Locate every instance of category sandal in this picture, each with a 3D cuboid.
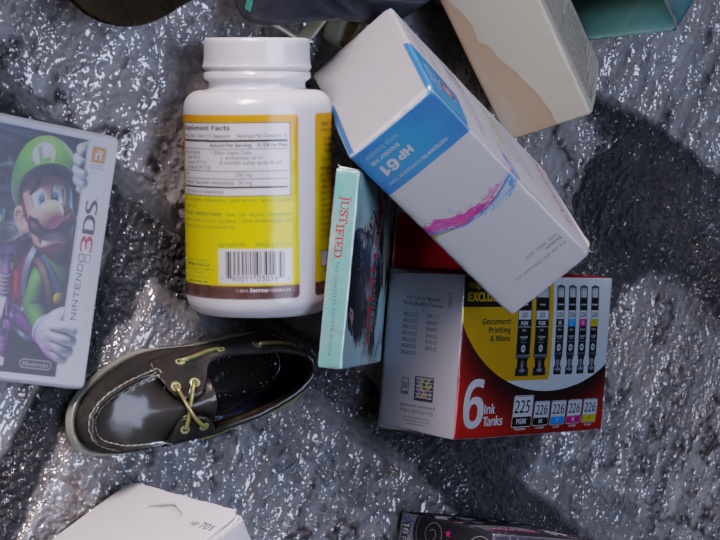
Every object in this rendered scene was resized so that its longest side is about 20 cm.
[{"bbox_3d":[-0.153,-0.223,1.475,0.200,0.055,0.082,-30,119,-52],"label":"sandal"}]

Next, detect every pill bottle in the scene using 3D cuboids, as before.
[{"bbox_3d":[-0.075,-0.069,1.514,0.109,0.109,0.200,-5,97,-41],"label":"pill bottle"}]

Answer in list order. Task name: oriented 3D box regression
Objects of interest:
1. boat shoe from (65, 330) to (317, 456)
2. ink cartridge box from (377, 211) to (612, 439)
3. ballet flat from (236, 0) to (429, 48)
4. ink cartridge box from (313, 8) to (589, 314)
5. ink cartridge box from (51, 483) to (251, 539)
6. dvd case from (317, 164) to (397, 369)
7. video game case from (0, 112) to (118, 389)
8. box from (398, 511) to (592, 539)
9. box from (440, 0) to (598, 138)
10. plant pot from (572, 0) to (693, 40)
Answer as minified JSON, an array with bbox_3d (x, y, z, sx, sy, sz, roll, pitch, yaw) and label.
[{"bbox_3d":[-0.122,0.088,1.518,0.201,0.061,0.072,-19,106,-39],"label":"boat shoe"},{"bbox_3d":[0.114,0.043,1.695,0.200,0.084,0.176,0,94,-48],"label":"ink cartridge box"},{"bbox_3d":[-0.024,-0.205,1.582,0.200,0.073,0.073,-3,95,-53],"label":"ballet flat"},{"bbox_3d":[0.069,-0.081,1.567,0.085,0.145,0.200,-41,121,12],"label":"ink cartridge box"},{"bbox_3d":[-0.121,0.266,1.476,0.086,0.146,0.200,-36,116,-32],"label":"ink cartridge box"},{"bbox_3d":[0.000,0.000,1.568,0.200,0.022,0.146,11,84,-82],"label":"dvd case"},{"bbox_3d":[-0.261,-0.018,1.410,0.200,0.023,0.182,10,87,-42],"label":"video game case"},{"bbox_3d":[0.101,0.307,1.699,0.132,0.115,0.200,10,86,-42],"label":"box"},{"bbox_3d":[0.119,-0.218,1.675,0.200,0.078,0.095,62,24,-25],"label":"box"},{"bbox_3d":[0.228,-0.310,1.750,0.200,0.141,0.141,-50,124,-36],"label":"plant pot"}]
